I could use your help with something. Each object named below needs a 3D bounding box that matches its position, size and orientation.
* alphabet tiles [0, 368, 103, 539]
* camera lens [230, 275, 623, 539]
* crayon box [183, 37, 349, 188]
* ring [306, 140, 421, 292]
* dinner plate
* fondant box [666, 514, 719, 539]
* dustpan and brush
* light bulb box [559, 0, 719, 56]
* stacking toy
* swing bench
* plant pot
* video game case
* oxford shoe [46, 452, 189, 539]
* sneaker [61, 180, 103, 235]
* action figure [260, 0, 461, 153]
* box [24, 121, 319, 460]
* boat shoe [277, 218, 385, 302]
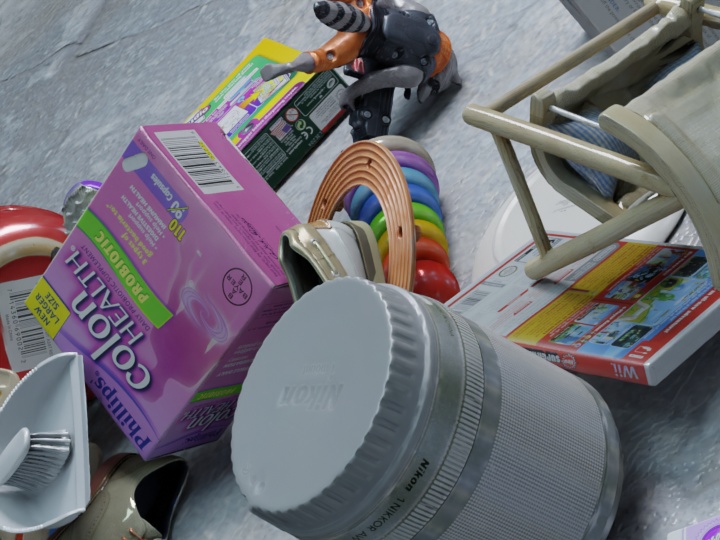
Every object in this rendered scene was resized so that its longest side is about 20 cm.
[{"bbox_3d":[-0.315,0.178,1.463,0.015,0.199,0.197,-4,-78,-78],"label":"alphabet tiles"},{"bbox_3d":[0.044,0.108,1.036,0.160,0.199,0.161,-34,42,37],"label":"camera lens"},{"bbox_3d":[-0.118,-0.134,1.751,0.200,0.058,0.172,-47,27,-6],"label":"crayon box"},{"bbox_3d":[0.000,0.000,1.347,0.200,0.019,0.202,-18,70,63],"label":"ring"},{"bbox_3d":[0.159,-0.043,1.300,0.200,0.024,0.201,-32,29,20],"label":"dinner plate"},{"bbox_3d":[0.222,0.198,0.850,0.144,0.058,0.201,-27,31,30],"label":"fondant box"},{"bbox_3d":[-0.285,0.164,1.402,0.200,0.057,0.140,-43,46,46],"label":"dustpan and brush"},{"bbox_3d":[0.248,-0.267,1.379,0.200,0.125,0.198,-41,28,8],"label":"light bulb box"},{"bbox_3d":[0.038,-0.025,1.382,0.085,0.085,0.200,-37,33,12],"label":"stacking toy"},{"bbox_3d":[0.213,-0.093,1.124,0.199,0.130,0.200,-34,20,-29],"label":"swing bench"},{"bbox_3d":[-0.302,0.040,1.574,0.201,0.200,0.182,-51,17,-14],"label":"plant pot"},{"bbox_3d":[0.153,0.020,1.145,0.143,0.018,0.199,-34,27,-34],"label":"video game case"},{"bbox_3d":[-0.197,0.218,1.363,0.074,0.071,0.201,-15,39,38],"label":"oxford shoe"},{"bbox_3d":[-0.172,-0.023,1.531,0.070,0.200,0.100,-45,21,26],"label":"sneaker"},{"bbox_3d":[0.009,-0.182,1.543,0.104,0.193,0.201,-13,71,52],"label":"action figure"},{"bbox_3d":[-0.143,0.014,1.385,0.096,0.176,0.200,-11,-35,-54],"label":"box"},{"bbox_3d":[-0.012,0.056,1.259,0.075,0.068,0.201,-50,49,46],"label":"boat shoe"}]
